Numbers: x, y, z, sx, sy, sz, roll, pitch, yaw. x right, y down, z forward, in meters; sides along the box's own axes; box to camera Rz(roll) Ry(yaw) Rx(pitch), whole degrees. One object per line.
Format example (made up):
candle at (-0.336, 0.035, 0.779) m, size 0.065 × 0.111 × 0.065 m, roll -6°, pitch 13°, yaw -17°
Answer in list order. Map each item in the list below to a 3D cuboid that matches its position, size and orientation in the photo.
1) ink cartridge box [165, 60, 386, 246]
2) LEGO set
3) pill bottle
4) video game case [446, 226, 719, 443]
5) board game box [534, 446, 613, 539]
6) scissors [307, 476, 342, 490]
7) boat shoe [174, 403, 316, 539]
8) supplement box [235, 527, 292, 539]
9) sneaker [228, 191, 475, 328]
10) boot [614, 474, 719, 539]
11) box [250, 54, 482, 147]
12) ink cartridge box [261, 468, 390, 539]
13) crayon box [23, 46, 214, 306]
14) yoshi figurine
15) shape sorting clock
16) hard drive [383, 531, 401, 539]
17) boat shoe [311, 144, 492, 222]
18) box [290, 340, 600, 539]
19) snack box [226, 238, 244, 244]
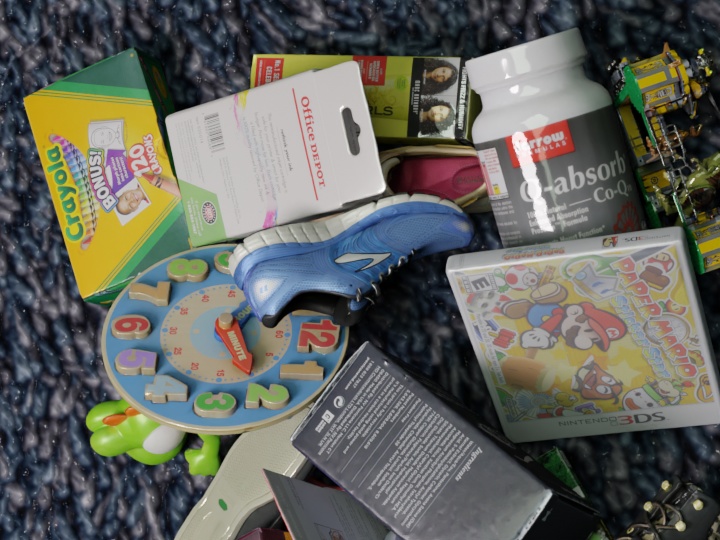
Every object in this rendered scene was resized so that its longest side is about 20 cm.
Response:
ink cartridge box at (-0.056, -0.097, 1.522) m, size 0.200 × 0.067 × 0.117 m, roll -13°, pitch 88°, yaw 33°
LEGO set at (0.279, -0.091, 1.424) m, size 0.116 × 0.154 × 0.200 m, roll -20°, pitch 77°, yaw -3°
pill bottle at (0.154, -0.083, 1.461) m, size 0.116 × 0.116 × 0.200 m, roll -15°, pitch 95°, yaw 16°
video game case at (0.179, 0.055, 1.434) m, size 0.182 × 0.200 × 0.023 m, roll -7°, pitch 41°, yaw 17°
board game box at (0.104, 0.239, 1.512) m, size 0.200 × 0.023 × 0.105 m, roll -33°, pitch 72°, yaw 12°
scissors at (0.015, 0.194, 1.553) m, size 0.200 × 0.014 × 0.073 m, roll -12°, pitch 77°, yaw 16°
boat shoe at (-0.081, 0.187, 1.538) m, size 0.200 × 0.068 × 0.072 m, roll -54°, pitch 47°, yaw 20°
supplement box at (-0.049, 0.317, 1.470) m, size 0.086 × 0.110 × 0.200 m, roll -35°, pitch 56°, yaw 34°
sneaker at (0.000, 0.000, 1.474) m, size 0.200 × 0.079 × 0.089 m, roll -17°, pitch 71°, yaw -10°
boot at (0.198, 0.217, 1.396) m, size 0.073 × 0.204 × 0.154 m, roll 37°, pitch 91°, yaw 40°
box at (0.005, -0.147, 1.578) m, size 0.200 × 0.050 × 0.075 m, roll 4°, pitch 86°, yaw 20°
ink cartridge box at (0.000, 0.257, 1.421) m, size 0.045 × 0.176 × 0.200 m, roll -41°, pitch 54°, yaw 20°
crayon box at (-0.213, -0.082, 1.638) m, size 0.119 × 0.058 × 0.200 m, roll -22°, pitch 77°, yaw 14°
yoshi figurine at (-0.132, 0.118, 1.581) m, size 0.200 × 0.112 × 0.112 m, roll -14°, pitch 36°, yaw 3°
shape sorting clock at (-0.109, 0.050, 1.480) m, size 0.200 × 0.039 × 0.200 m, roll 2°, pitch 47°, yaw -2°
hard drive at (0.093, 0.290, 1.413) m, size 0.200 × 0.132 × 0.025 m, roll 38°, pitch 111°, yaw -5°
boat shoe at (0.030, -0.073, 1.550) m, size 0.200 × 0.069 × 0.074 m, roll -11°, pitch 80°, yaw 17°
box at (0.069, 0.164, 1.445) m, size 0.200 × 0.148 × 0.104 m, roll 39°, pitch 92°, yaw 27°
snack box at (-0.100, 0.043, 1.541) m, size 0.072 × 0.024 × 0.200 m, roll 2°, pitch 45°, yaw 17°
